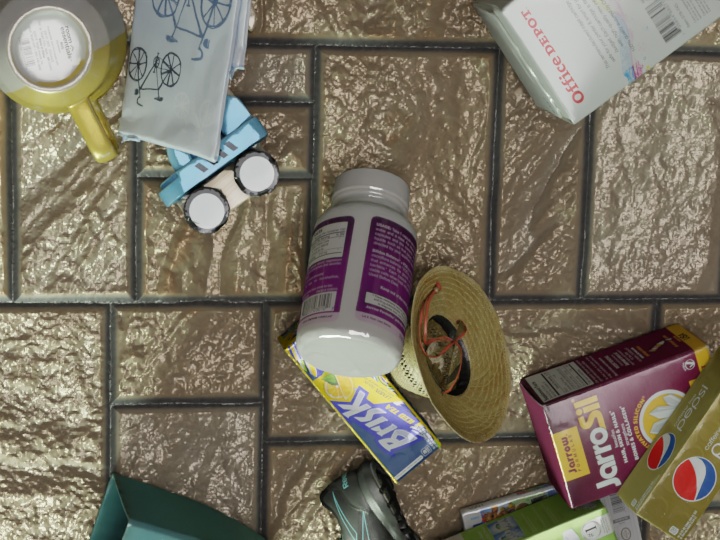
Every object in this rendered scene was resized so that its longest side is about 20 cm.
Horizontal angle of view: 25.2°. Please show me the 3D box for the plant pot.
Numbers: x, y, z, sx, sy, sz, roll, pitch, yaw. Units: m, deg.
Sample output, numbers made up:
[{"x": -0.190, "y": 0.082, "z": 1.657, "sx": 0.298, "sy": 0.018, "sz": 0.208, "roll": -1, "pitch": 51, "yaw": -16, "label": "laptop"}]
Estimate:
[{"x": -0.187, "y": 0.328, "z": 1.734, "sx": 0.199, "sy": 0.141, "sz": 0.142, "roll": 17, "pitch": 99, "yaw": -19, "label": "plant pot"}]

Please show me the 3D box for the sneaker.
[{"x": 0.026, "y": 0.311, "z": 1.802, "sx": 0.079, "sy": 0.075, "sz": 0.201, "roll": -25, "pitch": 98, "yaw": 11, "label": "sneaker"}]

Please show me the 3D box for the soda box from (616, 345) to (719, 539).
[{"x": 0.364, "y": 0.184, "z": 1.719, "sx": 0.067, "sy": 0.064, "sz": 0.201, "roll": 32, "pitch": 94, "yaw": -15, "label": "soda box"}]

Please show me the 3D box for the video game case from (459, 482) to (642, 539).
[{"x": 0.224, "y": 0.315, "z": 1.852, "sx": 0.198, "sy": 0.018, "sz": 0.144, "roll": -15, "pitch": 103, "yaw": -6, "label": "video game case"}]

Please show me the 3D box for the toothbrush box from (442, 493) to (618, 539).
[{"x": 0.195, "y": 0.350, "z": 1.801, "sx": 0.199, "sy": 0.086, "sz": 0.147, "roll": -22, "pitch": 104, "yaw": -5, "label": "toothbrush box"}]

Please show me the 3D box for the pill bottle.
[{"x": 0.000, "y": 0.000, "z": 1.670, "sx": 0.111, "sy": 0.112, "sz": 0.201, "roll": 15, "pitch": 63, "yaw": -11, "label": "pill bottle"}]

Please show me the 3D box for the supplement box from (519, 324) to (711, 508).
[{"x": 0.296, "y": 0.159, "z": 1.789, "sx": 0.199, "sy": 0.103, "sz": 0.132, "roll": -20, "pitch": 105, "yaw": -4, "label": "supplement box"}]

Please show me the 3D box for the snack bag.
[{"x": -0.176, "y": -0.215, "z": 1.608, "sx": 0.021, "sy": 0.188, "sz": 0.202, "roll": 2, "pitch": 100, "yaw": -41, "label": "snack bag"}]

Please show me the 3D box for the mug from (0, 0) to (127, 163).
[{"x": -0.290, "y": -0.215, "z": 1.597, "sx": 0.186, "sy": 0.153, "sz": 0.150, "roll": 32, "pitch": 94, "yaw": -13, "label": "mug"}]

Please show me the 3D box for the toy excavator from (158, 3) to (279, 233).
[{"x": -0.151, "y": -0.163, "z": 1.667, "sx": 0.194, "sy": 0.100, "sz": 0.201, "roll": -36, "pitch": 96, "yaw": -2, "label": "toy excavator"}]

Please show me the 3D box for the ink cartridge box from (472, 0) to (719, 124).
[{"x": 0.243, "y": -0.273, "z": 1.673, "sx": 0.199, "sy": 0.145, "sz": 0.146, "roll": -35, "pitch": 105, "yaw": -1, "label": "ink cartridge box"}]

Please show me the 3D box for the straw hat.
[{"x": 0.077, "y": 0.095, "z": 1.741, "sx": 0.085, "sy": 0.201, "sz": 0.202, "roll": -14, "pitch": 107, "yaw": 32, "label": "straw hat"}]

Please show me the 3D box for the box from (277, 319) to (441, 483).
[{"x": 0.000, "y": 0.132, "z": 1.757, "sx": 0.070, "sy": 0.064, "sz": 0.200, "roll": -39, "pitch": 105, "yaw": 1, "label": "box"}]
